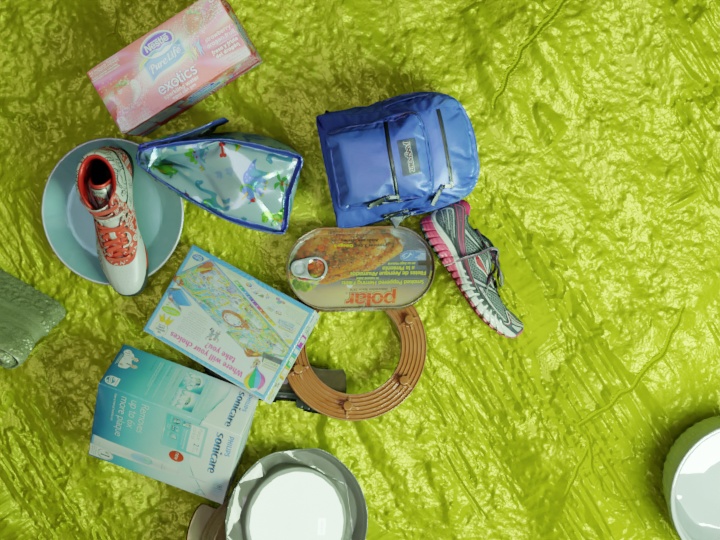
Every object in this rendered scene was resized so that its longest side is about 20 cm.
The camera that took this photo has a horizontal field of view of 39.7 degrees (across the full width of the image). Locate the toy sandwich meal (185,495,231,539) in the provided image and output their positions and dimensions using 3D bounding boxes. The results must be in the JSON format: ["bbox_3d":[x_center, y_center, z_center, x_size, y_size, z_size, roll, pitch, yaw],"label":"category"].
[{"bbox_3d":[-0.146,0.392,1.383,0.203,0.070,0.207,3,81,-22],"label":"toy sandwich meal"}]

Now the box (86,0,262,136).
[{"bbox_3d":[-0.241,-0.266,1.307,0.199,0.103,0.095,-31,94,7],"label":"box"}]

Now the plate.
[{"bbox_3d":[-0.338,-0.081,1.370,0.198,0.026,0.202,0,95,4],"label":"plate"}]

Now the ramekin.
[{"bbox_3d":[0.497,0.286,1.322,0.198,0.105,0.202,0,96,3],"label":"ramekin"}]

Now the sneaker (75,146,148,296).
[{"bbox_3d":[-0.328,-0.060,1.305,0.066,0.108,0.204,-4,96,3],"label":"sneaker"}]

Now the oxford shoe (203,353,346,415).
[{"bbox_3d":[-0.115,0.140,1.366,0.198,0.073,0.085,12,80,0],"label":"oxford shoe"}]

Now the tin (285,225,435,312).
[{"bbox_3d":[0.000,0.000,1.334,0.198,0.042,0.113,-1,73,-2],"label":"tin"}]

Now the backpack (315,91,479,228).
[{"bbox_3d":[0.054,-0.139,1.274,0.198,0.168,0.164,-11,102,0],"label":"backpack"}]

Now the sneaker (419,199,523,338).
[{"bbox_3d":[0.159,0.001,1.323,0.074,0.081,0.201,-33,93,4],"label":"sneaker"}]

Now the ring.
[{"bbox_3d":[-0.009,0.100,1.337,0.198,0.019,0.203,1,74,-3],"label":"ring"}]

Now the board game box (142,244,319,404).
[{"bbox_3d":[-0.172,0.070,1.329,0.199,0.034,0.135,28,81,16],"label":"board game box"}]

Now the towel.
[{"bbox_3d":[-0.512,0.047,1.339,0.199,0.149,0.037,27,123,0],"label":"towel"}]

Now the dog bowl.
[{"bbox_3d":[-0.092,0.337,1.343,0.198,0.059,0.202,3,82,-22],"label":"dog bowl"}]

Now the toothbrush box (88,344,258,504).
[{"bbox_3d":[-0.250,0.207,1.336,0.198,0.086,0.147,20,128,0],"label":"toothbrush box"}]

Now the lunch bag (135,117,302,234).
[{"bbox_3d":[-0.179,-0.129,1.273,0.198,0.170,0.129,12,96,-6],"label":"lunch bag"}]
